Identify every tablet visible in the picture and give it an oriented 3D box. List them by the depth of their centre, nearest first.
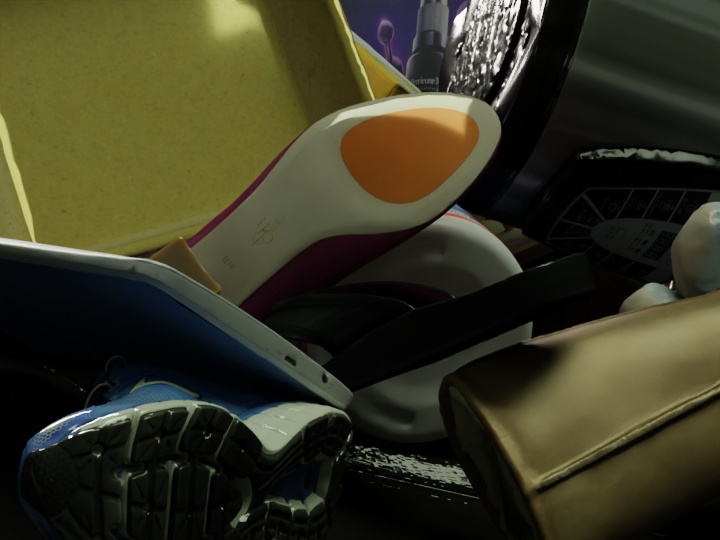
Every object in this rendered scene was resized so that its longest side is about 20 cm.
[{"bbox_3d":[-0.109,0.016,1.173,0.199,0.014,0.130,9,-20,44],"label":"tablet"}]

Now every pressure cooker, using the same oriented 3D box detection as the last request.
[{"bbox_3d":[0.153,-0.088,1.433,0.199,0.180,0.176,18,11,-15],"label":"pressure cooker"}]

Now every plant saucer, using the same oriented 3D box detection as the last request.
[{"bbox_3d":[-0.104,-0.090,1.357,0.199,0.049,0.201,-15,65,-11],"label":"plant saucer"}]

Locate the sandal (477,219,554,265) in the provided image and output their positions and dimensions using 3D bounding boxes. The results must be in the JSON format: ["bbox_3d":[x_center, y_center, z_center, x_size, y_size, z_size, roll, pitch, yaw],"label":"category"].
[{"bbox_3d":[0.020,-0.028,1.539,0.199,0.054,0.080,1,16,12],"label":"sandal"}]

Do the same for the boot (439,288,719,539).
[{"bbox_3d":[0.158,0.086,1.216,0.199,0.066,0.176,-22,64,-23],"label":"boot"}]

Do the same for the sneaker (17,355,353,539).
[{"bbox_3d":[-0.080,0.078,1.088,0.089,0.079,0.200,13,2,23],"label":"sneaker"}]

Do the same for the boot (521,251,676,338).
[{"bbox_3d":[0.180,0.035,1.563,0.199,0.073,0.154,3,-6,31],"label":"boot"}]

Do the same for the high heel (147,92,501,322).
[{"bbox_3d":[-0.025,-0.010,1.285,0.067,0.200,0.096,50,-18,13],"label":"high heel"}]

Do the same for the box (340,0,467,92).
[{"bbox_3d":[0.053,-0.117,1.760,0.104,0.201,0.148,5,17,-41],"label":"box"}]

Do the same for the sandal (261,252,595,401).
[{"bbox_3d":[0.008,0.022,1.227,0.200,0.048,0.075,-23,-5,26],"label":"sandal"}]

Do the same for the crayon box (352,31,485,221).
[{"bbox_3d":[0.005,-0.092,1.619,0.126,0.052,0.200,35,6,-46],"label":"crayon box"}]

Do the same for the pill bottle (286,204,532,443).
[{"bbox_3d":[0.000,0.000,1.401,0.112,0.113,0.200,10,14,-23],"label":"pill bottle"}]

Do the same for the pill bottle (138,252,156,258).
[{"bbox_3d":[-0.121,-0.105,1.467,0.110,0.201,0.111,15,3,-1],"label":"pill bottle"}]

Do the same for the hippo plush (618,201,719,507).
[{"bbox_3d":[0.215,0.036,1.374,0.159,0.200,0.161,47,9,9],"label":"hippo plush"}]
